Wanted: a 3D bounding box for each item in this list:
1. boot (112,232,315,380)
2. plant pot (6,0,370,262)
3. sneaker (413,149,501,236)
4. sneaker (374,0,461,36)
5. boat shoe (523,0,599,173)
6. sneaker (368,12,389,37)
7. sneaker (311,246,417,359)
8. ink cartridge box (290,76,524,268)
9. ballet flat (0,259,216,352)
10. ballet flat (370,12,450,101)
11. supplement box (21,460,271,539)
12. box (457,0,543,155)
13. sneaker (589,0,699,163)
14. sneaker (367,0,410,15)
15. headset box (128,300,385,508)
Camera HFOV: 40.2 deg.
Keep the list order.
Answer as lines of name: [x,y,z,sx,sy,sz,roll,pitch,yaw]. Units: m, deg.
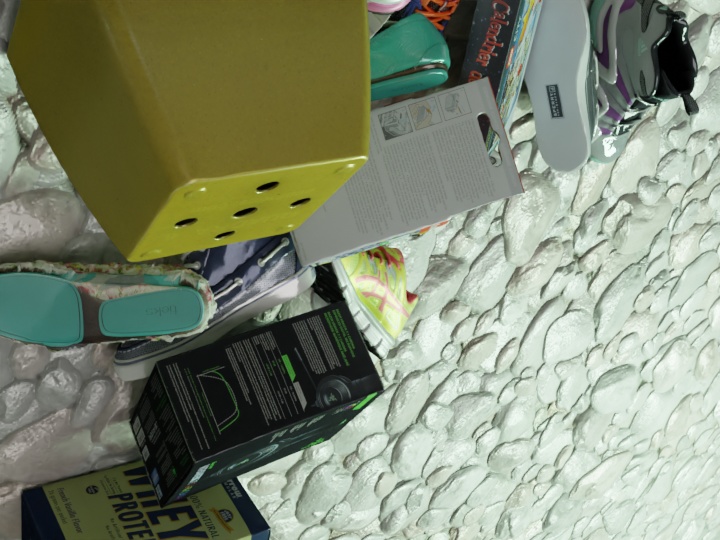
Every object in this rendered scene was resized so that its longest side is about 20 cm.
boot: [-0.143,0.011,0.868,0.199,0.073,0.091,-30,112,-12]
plant pot: [-0.101,-0.119,0.652,0.198,0.178,0.200,-13,167,-31]
sneaker: [0.059,-0.070,0.932,0.198,0.083,0.078,-14,154,-27]
sneaker: [0.060,-0.243,0.823,0.075,0.078,0.202,-5,122,-34]
boat shoe: [0.205,-0.201,0.978,0.068,0.071,0.202,-51,133,-48]
sneaker: [0.012,-0.242,0.762,0.076,0.081,0.201,36,103,-1]
sneaker: [0.000,0.000,0.962,0.090,0.078,0.201,-46,143,-12]
ink cartridge box: [0.028,-0.083,0.841,0.197,0.110,0.050,-17,177,-1]
ballet flat: [-0.216,0.025,0.798,0.197,0.064,0.077,4,105,-9]
ballet flat: [-0.025,-0.163,0.815,0.198,0.071,0.067,-17,169,9]
supplement box: [-0.214,0.306,0.961,0.198,0.134,0.202,-9,126,-32]
box: [0.127,-0.207,0.878,0.137,0.037,0.202,-49,154,-58]
sneaker: [0.289,-0.177,1.001,0.077,0.140,0.202,-25,132,-22]
sneaker: [0.041,-0.278,0.657,0.079,0.086,0.203,9,88,-10]
headset box: [-0.094,0.122,0.900,0.198,0.094,0.174,-17,163,-28]
